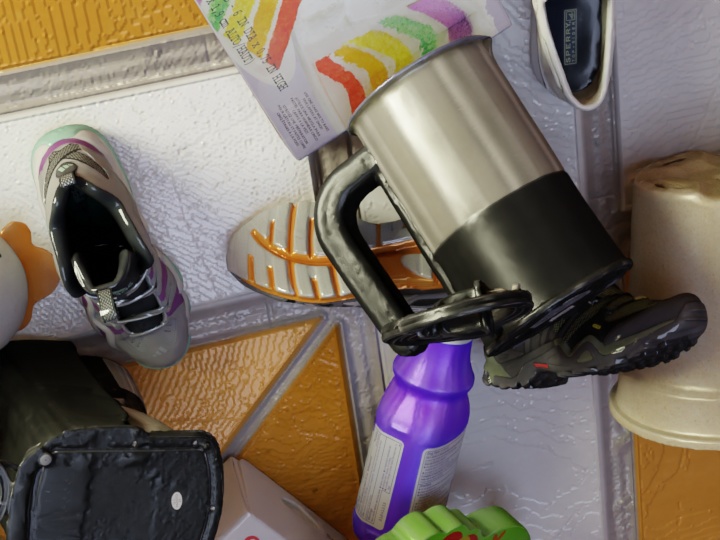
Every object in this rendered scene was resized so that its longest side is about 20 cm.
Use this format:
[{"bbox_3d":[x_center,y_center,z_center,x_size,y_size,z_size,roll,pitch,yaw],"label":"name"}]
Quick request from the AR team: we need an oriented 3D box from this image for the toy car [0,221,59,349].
[{"bbox_3d":[-0.293,0.004,0.990,0.199,0.184,0.178,-18,122,-39],"label":"toy car"}]

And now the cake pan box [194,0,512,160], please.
[{"bbox_3d":[-0.019,-0.204,1.001,0.183,0.052,0.201,-31,119,-1],"label":"cake pan box"}]

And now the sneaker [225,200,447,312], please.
[{"bbox_3d":[0.000,0.000,1.093,0.198,0.079,0.077,3,155,-1],"label":"sneaker"}]

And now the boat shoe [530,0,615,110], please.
[{"bbox_3d":[0.151,-0.210,1.032,0.073,0.065,0.201,-17,119,-6],"label":"boat shoe"}]

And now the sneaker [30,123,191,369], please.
[{"bbox_3d":[-0.168,0.010,1.012,0.077,0.140,0.201,-26,119,-1],"label":"sneaker"}]

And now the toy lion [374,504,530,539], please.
[{"bbox_3d":[0.057,0.252,1.170,0.199,0.069,0.193,-30,140,-27],"label":"toy lion"}]

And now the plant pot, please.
[{"bbox_3d":[0.279,0.010,1.118,0.199,0.200,0.185,-11,106,-9],"label":"plant pot"}]

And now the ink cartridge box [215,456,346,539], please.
[{"bbox_3d":[-0.114,0.271,1.186,0.200,0.084,0.146,-45,118,9],"label":"ink cartridge box"}]

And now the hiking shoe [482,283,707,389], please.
[{"bbox_3d":[0.159,0.028,1.078,0.075,0.199,0.102,0,78,-44],"label":"hiking shoe"}]

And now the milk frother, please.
[{"bbox_3d":[0.061,-0.042,0.962,0.180,0.200,0.189,-31,79,-5],"label":"milk frother"}]

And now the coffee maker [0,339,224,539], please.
[{"bbox_3d":[-0.211,0.121,1.009,0.191,0.200,0.135,30,88,-31],"label":"coffee maker"}]

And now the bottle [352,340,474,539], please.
[{"bbox_3d":[0.046,0.123,1.158,0.065,0.083,0.201,23,116,24],"label":"bottle"}]
